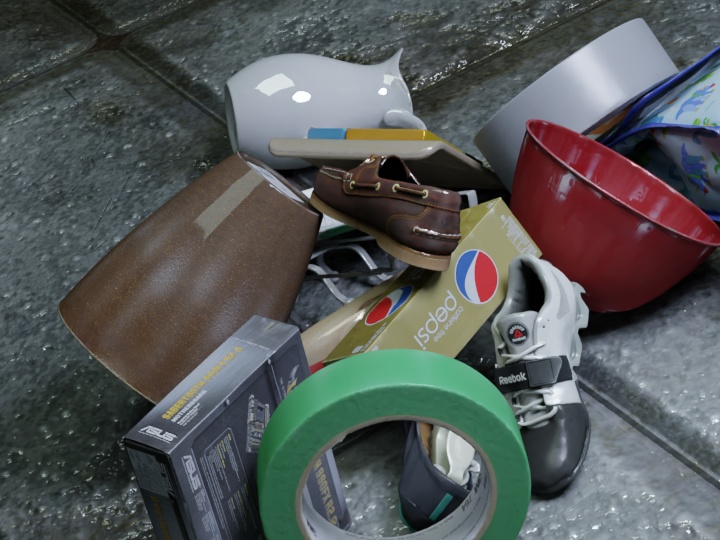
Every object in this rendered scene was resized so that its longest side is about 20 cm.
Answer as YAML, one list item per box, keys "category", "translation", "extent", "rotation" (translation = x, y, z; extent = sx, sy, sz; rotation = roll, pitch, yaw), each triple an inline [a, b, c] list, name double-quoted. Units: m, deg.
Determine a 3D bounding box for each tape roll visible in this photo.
- category: "tape roll"
  translation: [0.024, 0.154, 1.385]
  extent: [0.199, 0.201, 0.048]
  rotation: [-15, 32, 2]
- category: "tape roll"
  translation: [0.207, -0.156, 1.815]
  extent: [0.200, 0.066, 0.200]
  rotation: [-34, -6, -4]

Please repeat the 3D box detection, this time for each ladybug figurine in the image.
- category: "ladybug figurine"
  translation: [0.003, 0.065, 1.635]
  extent: [0.199, 0.072, 0.136]
  rotation: [-31, -5, -23]

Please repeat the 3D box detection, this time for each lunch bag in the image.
- category: "lunch bag"
  translation: [0.342, -0.141, 1.791]
  extent: [0.170, 0.128, 0.200]
  rotation: [-34, 22, -22]

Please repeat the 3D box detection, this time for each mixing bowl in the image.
- category: "mixing bowl"
  translation: [0.205, -0.034, 1.649]
  extent: [0.199, 0.109, 0.200]
  rotation: [27, 17, -9]

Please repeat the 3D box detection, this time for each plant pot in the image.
- category: "plant pot"
  translation: [-0.127, 0.004, 1.629]
  extent: [0.201, 0.186, 0.187]
  rotation: [-54, 33, 8]

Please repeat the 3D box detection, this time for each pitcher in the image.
- category: "pitcher"
  translation: [-0.036, -0.161, 2.004]
  extent: [0.198, 0.122, 0.172]
  rotation: [-8, 34, -9]

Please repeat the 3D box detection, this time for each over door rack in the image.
- category: "over door rack"
  translation: [0.000, 0.000, 1.718]
  extent: [0.199, 0.067, 0.147]
  rotation: [-20, 6, 40]

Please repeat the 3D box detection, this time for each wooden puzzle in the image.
- category: "wooden puzzle"
  translation: [0.034, -0.111, 1.860]
  extent: [0.184, 0.038, 0.200]
  rotation: [4, -5, 29]

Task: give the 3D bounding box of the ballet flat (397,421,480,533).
- category: "ballet flat"
  translation: [0.068, 0.128, 1.528]
  extent: [0.072, 0.073, 0.201]
  rotation: [-10, 34, 11]

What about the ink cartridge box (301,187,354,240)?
- category: "ink cartridge box"
  translation: [-0.031, -0.050, 1.844]
  extent: [0.160, 0.050, 0.200]
  rotation: [-17, -7, -2]

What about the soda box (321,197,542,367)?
- category: "soda box"
  translation: [0.061, 0.030, 1.561]
  extent: [0.200, 0.064, 0.068]
  rotation: [-47, 17, -30]

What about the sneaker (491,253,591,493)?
- category: "sneaker"
  translation: [0.135, 0.079, 1.517]
  extent: [0.074, 0.088, 0.201]
  rotation: [-18, 52, 28]

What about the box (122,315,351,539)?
- category: "box"
  translation: [-0.088, 0.160, 1.429]
  extent: [0.048, 0.201, 0.158]
  rotation: [13, 42, 35]

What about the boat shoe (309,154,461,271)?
- category: "boat shoe"
  translation: [0.024, -0.061, 1.570]
  extent: [0.070, 0.071, 0.200]
  rotation: [2, 16, -33]
